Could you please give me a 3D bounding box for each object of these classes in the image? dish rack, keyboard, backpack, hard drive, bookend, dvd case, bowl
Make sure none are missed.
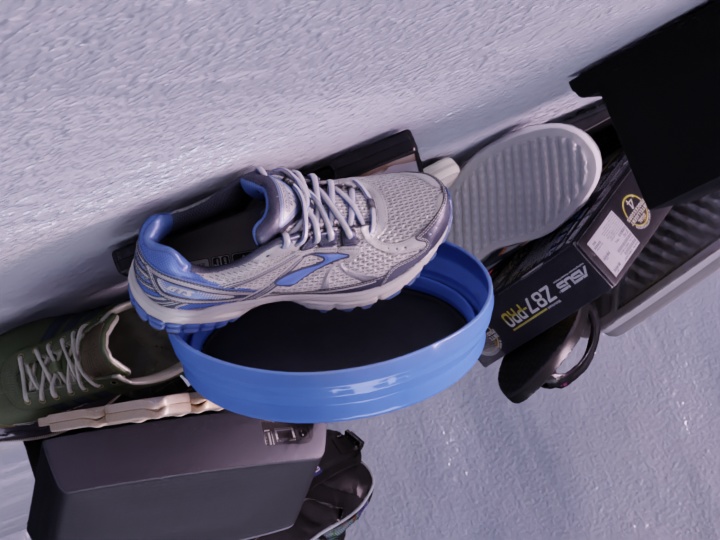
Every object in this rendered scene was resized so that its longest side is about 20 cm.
[{"bbox_3d":[0.244,-0.044,1.350,0.043,0.173,0.200,25,141,-20],"label":"dish rack"},{"bbox_3d":[0.161,-0.095,1.345,0.126,0.021,0.200,-29,172,3],"label":"keyboard"},{"bbox_3d":[-0.108,0.196,1.474,0.151,0.177,0.200,-55,166,28],"label":"backpack"},{"bbox_3d":[-0.125,0.151,1.208,0.198,0.043,0.135,-5,145,-21],"label":"hard drive"},{"bbox_3d":[0.265,-0.072,1.082,0.198,0.202,0.092,-27,171,35],"label":"bookend"},{"bbox_3d":[-0.054,-0.035,1.122,0.198,0.018,0.143,-22,174,2],"label":"dvd case"},{"bbox_3d":[-0.017,0.032,1.064,0.198,0.040,0.201,-5,-155,2],"label":"bowl"}]

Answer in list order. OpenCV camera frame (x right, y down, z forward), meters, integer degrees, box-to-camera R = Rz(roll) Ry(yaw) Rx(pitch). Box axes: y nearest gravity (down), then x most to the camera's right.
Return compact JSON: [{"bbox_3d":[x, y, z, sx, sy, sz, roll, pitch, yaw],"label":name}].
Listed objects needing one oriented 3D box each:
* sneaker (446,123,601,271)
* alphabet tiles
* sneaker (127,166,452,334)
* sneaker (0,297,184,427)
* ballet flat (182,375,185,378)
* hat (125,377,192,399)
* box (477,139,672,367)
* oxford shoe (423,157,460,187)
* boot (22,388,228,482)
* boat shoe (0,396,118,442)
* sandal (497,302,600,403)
[{"bbox_3d":[0.099,-0.048,1.268,0.199,0.079,0.079,-35,-179,32],"label":"sneaker"},{"bbox_3d":[-0.106,0.087,1.142,0.194,0.015,0.199,-12,174,33],"label":"alphabet tiles"},{"bbox_3d":[-0.038,-0.020,1.008,0.198,0.078,0.085,-17,151,-11],"label":"sneaker"},{"bbox_3d":[-0.179,0.053,1.158,0.198,0.068,0.090,-14,174,-9],"label":"sneaker"},{"bbox_3d":[-0.133,0.042,1.322,0.069,0.070,0.200,-22,172,0],"label":"ballet flat"},{"bbox_3d":[-0.215,0.115,1.521,0.200,0.081,0.201,-36,-178,2],"label":"hat"},{"bbox_3d":[0.166,-0.031,1.290,0.161,0.049,0.200,-35,-168,49],"label":"box"},{"bbox_3d":[0.000,0.000,1.221,0.200,0.058,0.075,-44,173,-4],"label":"oxford shoe"},{"bbox_3d":[-0.177,0.115,1.331,0.157,0.080,0.211,-21,-152,-10],"label":"boot"},{"bbox_3d":[-0.249,0.087,1.227,0.198,0.073,0.063,-16,175,-13],"label":"boat shoe"},{"bbox_3d":[0.155,0.045,1.313,0.075,0.048,0.201,-38,-170,30],"label":"sandal"}]
